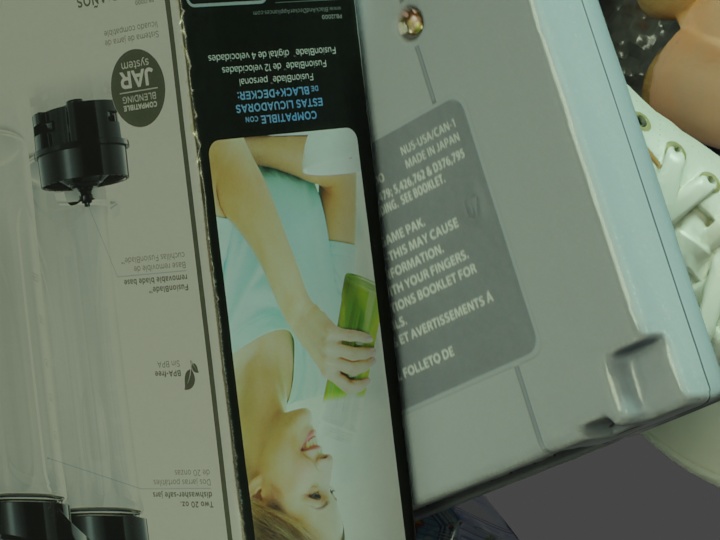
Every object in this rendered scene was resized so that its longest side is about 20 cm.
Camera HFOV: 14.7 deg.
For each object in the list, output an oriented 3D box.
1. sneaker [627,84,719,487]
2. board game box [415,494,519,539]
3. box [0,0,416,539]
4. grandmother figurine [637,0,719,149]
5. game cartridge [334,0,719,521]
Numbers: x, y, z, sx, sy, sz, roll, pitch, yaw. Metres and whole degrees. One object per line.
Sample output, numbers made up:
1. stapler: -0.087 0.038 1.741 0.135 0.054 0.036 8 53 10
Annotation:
1. sneaker: 0.076 -0.001 0.735 0.200 0.085 0.073 33 84 25
2. board game box: 0.016 0.135 0.798 0.200 0.062 0.200 13 82 23
3. box: -0.051 0.021 0.718 0.117 0.060 0.200 -6 91 46
4. grandmother figurine: 0.160 -0.032 0.753 0.061 0.121 0.200 -36 40 -25
5. game cartridge: 0.000 0.000 0.731 0.200 0.040 0.133 -26 81 45
